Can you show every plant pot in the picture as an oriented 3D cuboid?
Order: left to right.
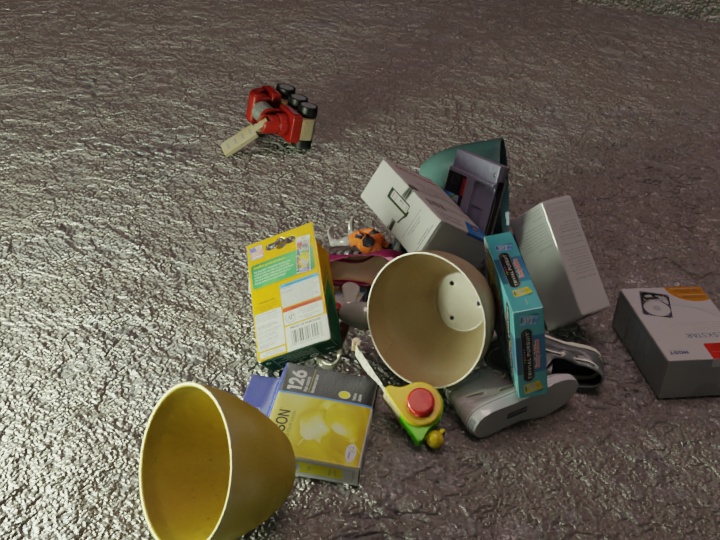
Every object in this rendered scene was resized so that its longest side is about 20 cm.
[{"bbox_3d":[-0.165,0.245,1.223,0.140,0.203,0.200,11,21,-44],"label":"plant pot"},{"bbox_3d":[0.126,0.062,1.488,0.198,0.204,0.134,23,22,26],"label":"plant pot"},{"bbox_3d":[0.196,-0.145,1.867,0.157,0.204,0.202,-1,30,14],"label":"plant pot"}]

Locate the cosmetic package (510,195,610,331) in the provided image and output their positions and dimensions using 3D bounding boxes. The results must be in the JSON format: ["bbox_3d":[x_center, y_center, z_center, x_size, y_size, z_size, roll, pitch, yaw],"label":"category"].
[{"bbox_3d":[0.335,-0.012,1.659,0.073,0.101,0.204,-14,81,-29],"label":"cosmetic package"}]

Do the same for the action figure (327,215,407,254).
[{"bbox_3d":[0.049,-0.031,1.780,0.191,0.106,0.200,26,5,15],"label":"action figure"}]

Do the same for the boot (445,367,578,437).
[{"bbox_3d":[0.224,0.174,1.470,0.196,0.075,0.096,-14,43,-26],"label":"boot"}]

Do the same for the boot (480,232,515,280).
[{"bbox_3d":[0.310,-0.018,1.751,0.196,0.097,0.074,-6,33,-17],"label":"boot"}]

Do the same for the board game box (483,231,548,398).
[{"bbox_3d":[0.227,0.062,1.447,0.046,0.154,0.201,-10,33,0],"label":"board game box"}]

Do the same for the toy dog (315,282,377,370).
[{"bbox_3d":[-0.055,0.070,1.582,0.199,0.133,0.096,34,4,32],"label":"toy dog"}]

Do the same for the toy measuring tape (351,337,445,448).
[{"bbox_3d":[0.065,0.169,1.427,0.073,0.074,0.201,-20,63,-35],"label":"toy measuring tape"}]

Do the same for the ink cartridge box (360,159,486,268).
[{"bbox_3d":[0.111,-0.087,1.671,0.144,0.085,0.201,20,22,-41],"label":"ink cartridge box"}]

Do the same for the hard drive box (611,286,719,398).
[{"bbox_3d":[0.524,0.114,1.609,0.152,0.078,0.201,-2,33,-10],"label":"hard drive box"}]

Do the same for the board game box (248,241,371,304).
[{"bbox_3d":[-0.078,0.019,1.708,0.196,0.035,0.135,15,34,15],"label":"board game box"}]

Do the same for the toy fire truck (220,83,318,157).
[{"bbox_3d":[-0.217,-0.328,2.177,0.197,0.131,0.176,-4,31,-33],"label":"toy fire truck"}]

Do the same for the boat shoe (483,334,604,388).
[{"bbox_3d":[0.287,0.144,1.531,0.195,0.074,0.062,8,27,-5],"label":"boat shoe"}]

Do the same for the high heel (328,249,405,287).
[{"bbox_3d":[0.000,0.000,1.635,0.196,0.069,0.096,9,13,14],"label":"high heel"}]

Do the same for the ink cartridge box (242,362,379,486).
[{"bbox_3d":[-0.082,0.210,1.400,0.195,0.048,0.199,10,33,3],"label":"ink cartridge box"}]

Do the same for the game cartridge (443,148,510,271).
[{"bbox_3d":[0.187,-0.100,1.726,0.038,0.204,0.129,2,18,-39],"label":"game cartridge"}]

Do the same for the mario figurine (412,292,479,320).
[{"bbox_3d":[0.135,0.074,1.638,0.196,0.123,0.108,-5,75,-30],"label":"mario figurine"}]

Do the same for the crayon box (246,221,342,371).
[{"bbox_3d":[-0.104,0.040,1.526,0.123,0.052,0.204,-18,62,17],"label":"crayon box"}]
